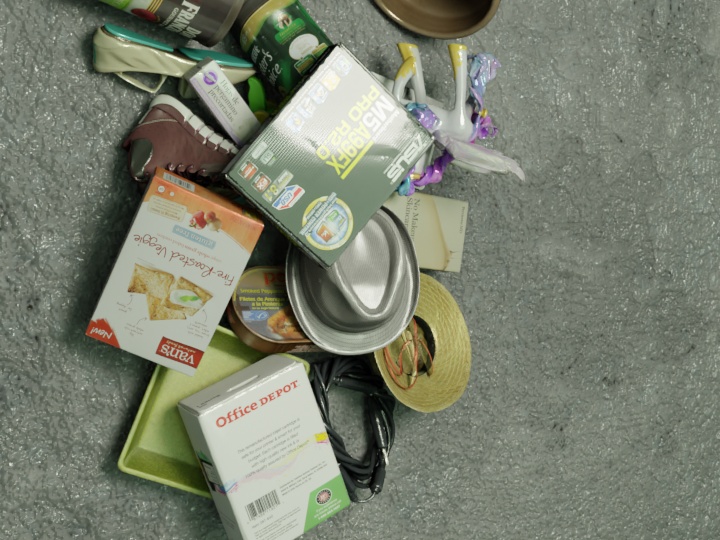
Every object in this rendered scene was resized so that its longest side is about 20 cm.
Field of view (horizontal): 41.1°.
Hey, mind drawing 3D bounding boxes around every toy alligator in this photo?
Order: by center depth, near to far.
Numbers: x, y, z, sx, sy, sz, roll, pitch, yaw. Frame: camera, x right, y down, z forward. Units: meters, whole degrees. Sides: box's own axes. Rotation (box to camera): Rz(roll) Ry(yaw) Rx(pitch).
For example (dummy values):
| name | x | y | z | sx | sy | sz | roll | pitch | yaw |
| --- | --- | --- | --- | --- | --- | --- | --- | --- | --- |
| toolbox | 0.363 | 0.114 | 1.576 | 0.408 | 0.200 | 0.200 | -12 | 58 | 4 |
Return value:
| name | x | y | z | sx | sy | sz | roll | pitch | yaw |
| --- | --- | --- | --- | --- | --- | --- | --- | --- | --- |
| toy alligator | -0.109 | -0.147 | 1.221 | 0.054 | 0.059 | 0.201 | -20 | 113 | 17 |

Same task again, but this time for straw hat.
| name | x | y | z | sx | sy | sz | roll | pitch | yaw |
| --- | --- | --- | --- | --- | --- | --- | --- | --- | --- |
| straw hat | 0.057 | 0.105 | 1.310 | 0.200 | 0.085 | 0.203 | 20 | 61 | -40 |

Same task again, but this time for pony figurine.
| name | x | y | z | sx | sy | sz | roll | pitch | yaw |
| --- | --- | --- | --- | --- | --- | --- | --- | --- | --- |
| pony figurine | 0.117 | -0.182 | 1.230 | 0.191 | 0.167 | 0.202 | 7 | 93 | 1 |

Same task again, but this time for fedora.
| name | x | y | z | sx | sy | sz | roll | pitch | yaw |
| --- | --- | --- | --- | --- | --- | --- | --- | --- | --- |
| fedora | 0.000 | 0.000 | 1.170 | 0.175 | 0.090 | 0.202 | -1 | 83 | -15 |

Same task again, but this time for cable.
| name | x | y | z | sx | sy | sz | roll | pitch | yaw |
| --- | --- | --- | --- | --- | --- | --- | --- | --- | --- |
| cable | -0.007 | 0.195 | 1.275 | 0.201 | 0.050 | 0.164 | 61 | 42 | -25 |

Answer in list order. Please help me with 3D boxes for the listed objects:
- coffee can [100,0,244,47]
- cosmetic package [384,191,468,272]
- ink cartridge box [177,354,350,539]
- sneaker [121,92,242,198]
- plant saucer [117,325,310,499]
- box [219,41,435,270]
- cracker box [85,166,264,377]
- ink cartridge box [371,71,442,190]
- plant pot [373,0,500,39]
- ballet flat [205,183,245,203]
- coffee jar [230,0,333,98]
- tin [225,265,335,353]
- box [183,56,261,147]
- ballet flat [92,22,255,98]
| name | x | y | z | sx | sy | sz | roll | pitch | yaw |
| --- | --- | --- | --- | --- | --- | --- | --- | --- | --- |
| coffee can | -0.235 | -0.357 | 1.074 | 0.199 | 0.146 | 0.148 | 17 | 85 | -29 |
| cosmetic package | 0.042 | -0.058 | 1.302 | 0.198 | 0.073 | 0.105 | 6 | 91 | -29 |
| ink cartridge box | -0.116 | 0.223 | 1.169 | 0.144 | 0.084 | 0.202 | -25 | 106 | -26 |
| sneaker | -0.196 | -0.108 | 1.125 | 0.199 | 0.076 | 0.116 | 37 | 75 | 13 |
| plant saucer | -0.185 | 0.175 | 1.202 | 0.199 | 0.048 | 0.201 | 25 | 81 | -29 |
| box | -0.036 | -0.128 | 1.085 | 0.160 | 0.044 | 0.200 | 43 | 83 | -18 |
| cracker box | -0.210 | 0.003 | 1.088 | 0.133 | 0.058 | 0.201 | 23 | 103 | -15 |
| ink cartridge box | 0.036 | -0.189 | 1.290 | 0.199 | 0.068 | 0.117 | 16 | 86 | -31 |
| plant pot | 0.118 | -0.438 | 1.265 | 0.200 | 0.199 | 0.176 | 44 | 56 | -25 |
| ballet flat | -0.210 | -0.079 | 1.164 | 0.199 | 0.068 | 0.073 | -38 | 91 | -22 |
| coffee jar | -0.076 | -0.256 | 1.164 | 0.085 | 0.104 | 0.200 | -38 | 85 | -11 |
| tin | -0.078 | 0.050 | 1.230 | 0.198 | 0.042 | 0.113 | 2 | 60 | -31 |
| box | -0.134 | -0.161 | 1.146 | 0.039 | 0.041 | 0.201 | -39 | 116 | -6 |
| ballet flat | -0.223 | -0.240 | 1.145 | 0.198 | 0.069 | 0.070 | 9 | 89 | -29 |
